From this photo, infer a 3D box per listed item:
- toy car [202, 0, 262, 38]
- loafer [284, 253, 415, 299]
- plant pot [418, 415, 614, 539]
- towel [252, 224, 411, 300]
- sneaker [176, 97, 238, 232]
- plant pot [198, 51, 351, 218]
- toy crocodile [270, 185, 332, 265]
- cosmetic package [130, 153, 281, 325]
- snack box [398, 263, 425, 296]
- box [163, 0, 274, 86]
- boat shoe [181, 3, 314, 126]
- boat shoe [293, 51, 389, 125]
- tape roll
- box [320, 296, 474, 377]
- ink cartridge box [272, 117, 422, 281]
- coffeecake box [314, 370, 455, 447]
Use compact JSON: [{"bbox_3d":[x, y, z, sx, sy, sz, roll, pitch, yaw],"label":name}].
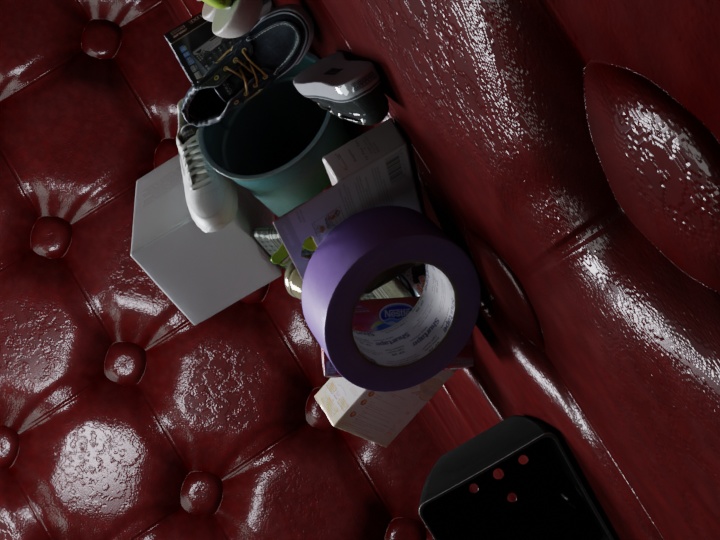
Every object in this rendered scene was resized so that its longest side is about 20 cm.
[{"bbox_3d":[-0.190,-0.389,1.159,0.173,0.151,0.200,28,-165,-28],"label":"toy car"},{"bbox_3d":[0.000,0.000,1.265,0.068,0.197,0.077,-133,26,-56],"label":"loafer"},{"bbox_3d":[0.201,0.312,1.296,0.202,0.197,0.178,59,-174,-11],"label":"plant pot"},{"bbox_3d":[-0.034,-0.007,1.401,0.190,0.035,0.201,0,145,32],"label":"towel"},{"bbox_3d":[-0.221,-0.143,1.323,0.081,0.075,0.203,65,-173,-58],"label":"sneaker"},{"bbox_3d":[-0.093,-0.163,1.331,0.201,0.199,0.196,54,180,34],"label":"plant pot"},{"bbox_3d":[-0.041,-0.079,1.236,0.062,0.199,0.068,49,-172,-5],"label":"toy crocodile"},{"bbox_3d":[-0.235,-0.068,1.471,0.168,0.164,0.202,54,-166,-36],"label":"cosmetic package"},{"bbox_3d":[0.091,0.031,1.445,0.201,0.037,0.117,56,174,30],"label":"snack box"},{"bbox_3d":[-0.169,-0.293,1.404,0.050,0.156,0.202,50,170,53],"label":"box"},{"bbox_3d":[-0.140,-0.246,1.191,0.071,0.199,0.091,47,-141,-15],"label":"boat shoe"},{"bbox_3d":[-0.023,-0.200,1.075,0.057,0.068,0.200,59,172,-23],"label":"boat shoe"},{"bbox_3d":[0.036,0.033,1.122,0.202,0.198,0.085,61,172,-34],"label":"tape roll"},{"bbox_3d":[0.044,0.087,1.261,0.100,0.196,0.098,104,162,-83],"label":"box"},{"bbox_3d":[-0.014,-0.069,1.134,0.044,0.172,0.201,58,175,26],"label":"ink cartridge box"},{"bbox_3d":[0.049,0.169,1.523,0.153,0.200,0.073,31,-166,-48],"label":"coffeecake box"}]
